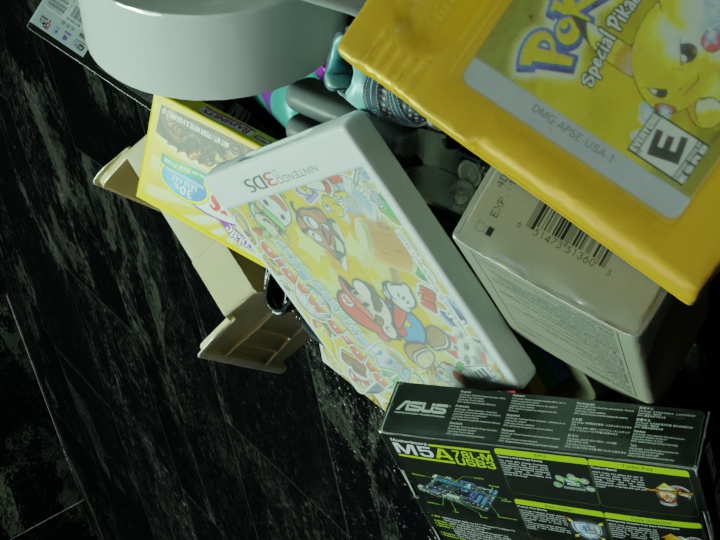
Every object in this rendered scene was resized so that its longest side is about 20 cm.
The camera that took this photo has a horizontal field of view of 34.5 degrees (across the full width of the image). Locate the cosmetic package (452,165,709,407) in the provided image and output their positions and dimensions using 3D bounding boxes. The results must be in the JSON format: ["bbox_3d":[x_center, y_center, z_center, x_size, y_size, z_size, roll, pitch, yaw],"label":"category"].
[{"bbox_3d":[0.125,0.005,0.614,0.105,0.071,0.200,30,174,20],"label":"cosmetic package"}]

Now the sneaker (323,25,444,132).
[{"bbox_3d":[0.019,-0.139,0.737,0.200,0.086,0.078,-108,21,-73],"label":"sneaker"}]

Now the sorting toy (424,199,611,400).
[{"bbox_3d":[0.072,0.041,0.889,0.201,0.069,0.199,60,155,9],"label":"sorting toy"}]

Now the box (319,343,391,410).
[{"bbox_3d":[0.034,0.086,0.874,0.200,0.039,0.042,34,143,48],"label":"box"}]

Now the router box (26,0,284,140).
[{"bbox_3d":[-0.177,-0.168,1.038,0.199,0.052,0.157,34,-177,12],"label":"router box"}]

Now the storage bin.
[{"bbox_3d":[-0.131,-0.017,1.099,0.201,0.094,0.198,56,-169,19],"label":"storage bin"}]

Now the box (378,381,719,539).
[{"bbox_3d":[0.132,0.152,0.740,0.199,0.048,0.194,2,137,29],"label":"box"}]

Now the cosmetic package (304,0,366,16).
[{"bbox_3d":[-0.053,-0.272,0.607,0.201,0.164,0.165,-65,31,27],"label":"cosmetic package"}]

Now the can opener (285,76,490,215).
[{"bbox_3d":[0.033,-0.083,0.795,0.199,0.066,0.053,24,129,29],"label":"can opener"}]

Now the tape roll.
[{"bbox_3d":[-0.108,-0.211,0.850,0.202,0.201,0.071,45,150,36],"label":"tape roll"}]

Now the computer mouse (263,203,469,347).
[{"bbox_3d":[-0.011,0.007,0.840,0.199,0.046,0.142,21,121,38],"label":"computer mouse"}]

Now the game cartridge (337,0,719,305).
[{"bbox_3d":[0.114,-0.114,0.505,0.200,0.177,0.032,37,-173,16],"label":"game cartridge"}]

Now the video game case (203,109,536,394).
[{"bbox_3d":[0.000,0.000,0.760,0.201,0.023,0.181,54,149,-17],"label":"video game case"}]

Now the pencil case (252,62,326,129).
[{"bbox_3d":[-0.063,-0.175,0.933,0.200,0.085,0.093,46,163,34],"label":"pencil case"}]

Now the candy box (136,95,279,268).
[{"bbox_3d":[-0.087,-0.060,0.925,0.199,0.026,0.103,28,126,15],"label":"candy box"}]
